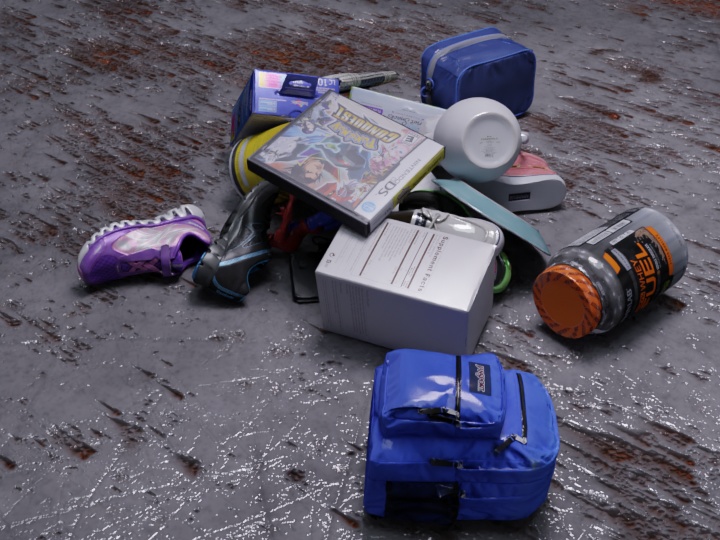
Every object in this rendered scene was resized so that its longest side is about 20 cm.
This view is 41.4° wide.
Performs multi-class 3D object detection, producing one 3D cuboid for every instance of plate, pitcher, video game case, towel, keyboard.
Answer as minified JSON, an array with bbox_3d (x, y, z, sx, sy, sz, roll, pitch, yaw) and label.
[{"bbox_3d":[0.190,-0.084,1.350,0.200,0.026,0.200,31,8,-5],"label":"plate"},{"bbox_3d":[0.186,-0.194,1.405,0.171,0.121,0.200,-6,9,-8],"label":"pitcher"},{"bbox_3d":[-0.018,-0.150,1.270,0.200,0.026,0.181,30,57,22],"label":"video game case"},{"bbox_3d":[-0.063,-0.317,1.640,0.200,0.035,0.193,-7,10,34],"label":"towel"},{"bbox_3d":[0.000,0.000,1.343,0.200,0.040,0.104,-3,61,-8],"label":"keyboard"}]

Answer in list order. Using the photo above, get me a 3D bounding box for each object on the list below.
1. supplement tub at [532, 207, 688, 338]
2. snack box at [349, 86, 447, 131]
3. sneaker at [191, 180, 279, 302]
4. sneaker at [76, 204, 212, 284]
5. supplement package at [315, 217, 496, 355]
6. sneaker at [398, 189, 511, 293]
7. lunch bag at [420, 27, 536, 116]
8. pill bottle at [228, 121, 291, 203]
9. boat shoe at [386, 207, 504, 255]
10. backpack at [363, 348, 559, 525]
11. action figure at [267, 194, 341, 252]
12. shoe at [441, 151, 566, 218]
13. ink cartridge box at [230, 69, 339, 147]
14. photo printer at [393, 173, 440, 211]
[{"bbox_3d":[0.329,0.005,1.259,0.200,0.123,0.122,-29,46,-32],"label":"supplement tub"},{"bbox_3d":[0.085,-0.253,1.579,0.200,0.053,0.142,15,9,6],"label":"snack box"},{"bbox_3d":[-0.158,-0.042,1.335,0.082,0.073,0.200,32,59,-7],"label":"sneaker"},{"bbox_3d":[-0.291,-0.025,1.326,0.200,0.081,0.088,-22,51,-29],"label":"sneaker"},{"bbox_3d":[0.060,0.023,1.216,0.200,0.121,0.120,15,51,17],"label":"supplement package"},{"bbox_3d":[0.122,-0.042,1.320,0.084,0.077,0.200,-21,55,-43],"label":"sneaker"},{"bbox_3d":[0.197,-0.341,1.697,0.200,0.136,0.132,-19,42,-23],"label":"lunch bag"},{"bbox_3d":[-0.094,-0.165,1.416,0.200,0.112,0.112,-10,24,42],"label":"pill bottle"},{"bbox_3d":[0.089,-0.050,1.262,0.200,0.070,0.071,6,66,29],"label":"boat shoe"},{"bbox_3d":[0.109,0.174,1.001,0.200,0.168,0.163,6,44,0],"label":"backpack"},{"bbox_3d":[-0.064,-0.091,1.371,0.200,0.065,0.099,-23,64,12],"label":"action figure"},{"bbox_3d":[0.214,-0.137,1.490,0.200,0.072,0.091,-4,33,-11],"label":"shoe"},{"bbox_3d":[-0.115,-0.247,1.476,0.136,0.200,0.076,3,80,-19],"label":"ink cartridge box"},{"bbox_3d":[0.024,-0.137,1.479,0.166,0.069,0.200,-13,40,-16],"label":"photo printer"}]
